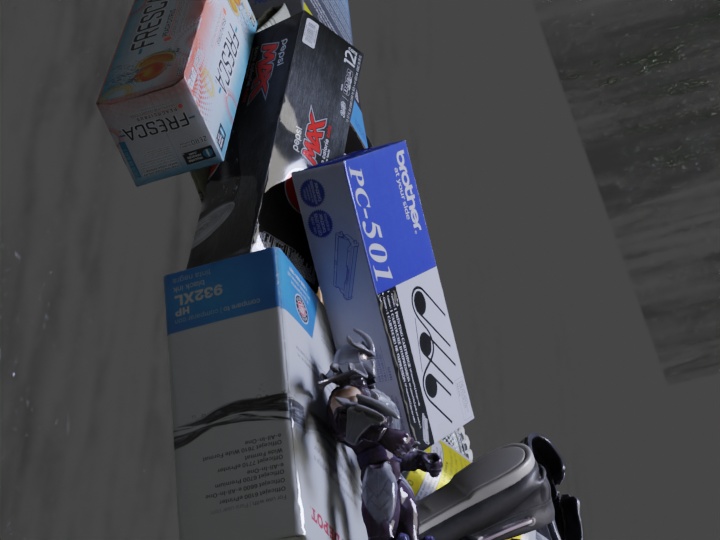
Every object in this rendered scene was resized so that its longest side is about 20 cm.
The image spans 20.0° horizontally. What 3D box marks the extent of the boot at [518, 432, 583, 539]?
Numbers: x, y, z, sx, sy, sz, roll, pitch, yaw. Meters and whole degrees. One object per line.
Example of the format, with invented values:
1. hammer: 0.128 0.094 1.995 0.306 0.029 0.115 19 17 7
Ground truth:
1. boot: 0.115 0.236 1.580 0.070 0.132 0.200 1 70 -52

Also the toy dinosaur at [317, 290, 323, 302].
1. toy dinosaur: -0.040 -0.014 1.608 0.106 0.060 0.200 2 68 -49

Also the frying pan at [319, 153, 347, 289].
1. frying pan: 0.004 -0.014 1.478 0.190 0.031 0.115 35 53 -21

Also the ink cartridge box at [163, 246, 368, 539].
1. ink cartridge box: -0.057 0.110 1.299 0.145 0.084 0.200 56 24 -57

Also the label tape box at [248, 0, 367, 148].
1. label tape box: -0.053 -0.206 1.701 0.144 0.063 0.200 56 24 -56

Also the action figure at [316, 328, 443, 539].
1. action figure: 0.017 0.131 1.260 0.130 0.069 0.200 31 44 -66

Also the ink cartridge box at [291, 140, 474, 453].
1. ink cartridge box: 0.016 0.020 1.368 0.094 0.044 0.200 -23 101 -60

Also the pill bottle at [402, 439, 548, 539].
1. pill bottle: 0.056 0.187 1.473 0.200 0.111 0.111 36 32 -25

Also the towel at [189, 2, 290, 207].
1. towel: -0.070 -0.073 1.492 0.193 0.035 0.200 -54 131 -51

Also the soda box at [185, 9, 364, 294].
1. soda box: -0.057 -0.074 1.396 0.063 0.071 0.200 34 53 -34

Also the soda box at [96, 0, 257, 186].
1. soda box: -0.119 -0.139 1.357 0.200 0.064 0.068 -82 152 -57

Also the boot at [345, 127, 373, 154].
1. boot: 0.010 -0.006 1.771 0.200 0.064 0.186 69 5 -50

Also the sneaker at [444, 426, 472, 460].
1. sneaker: 0.053 0.186 1.691 0.082 0.078 0.200 45 33 -63

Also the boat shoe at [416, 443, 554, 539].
1. boat shoe: 0.040 0.187 1.367 0.057 0.200 0.067 63 -4 -17

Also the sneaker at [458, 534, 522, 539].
1. sneaker: 0.100 0.233 1.356 0.070 0.100 0.200 40 -1 41
